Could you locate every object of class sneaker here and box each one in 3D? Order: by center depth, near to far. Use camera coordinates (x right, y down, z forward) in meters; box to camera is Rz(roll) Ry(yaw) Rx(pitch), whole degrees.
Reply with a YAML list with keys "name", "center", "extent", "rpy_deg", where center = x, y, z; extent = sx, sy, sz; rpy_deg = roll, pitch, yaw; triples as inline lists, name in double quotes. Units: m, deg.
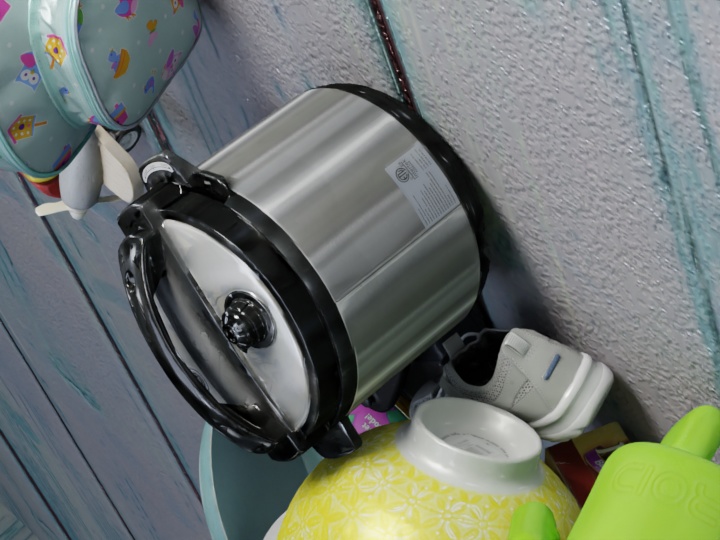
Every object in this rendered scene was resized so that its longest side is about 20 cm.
- name: "sneaker"
  center: [0.080, 0.065, 1.480]
  extent: [0.082, 0.075, 0.200]
  rpy_deg: [39, 154, -15]

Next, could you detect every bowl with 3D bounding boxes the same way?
- name: "bowl"
  center: [0.056, 0.141, 1.401]
  extent: [0.200, 0.199, 0.108]
  rpy_deg: [34, 118, 40]

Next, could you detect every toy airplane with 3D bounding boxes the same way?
- name: "toy airplane"
  center: [-0.256, -0.128, 1.787]
  extent: [0.200, 0.141, 0.200]
  rpy_deg: [54, 163, -18]

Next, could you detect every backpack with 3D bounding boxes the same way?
- name: "backpack"
  center: [-0.202, -0.158, 1.481]
  extent: [0.153, 0.200, 0.176]
  rpy_deg: [19, 149, 29]

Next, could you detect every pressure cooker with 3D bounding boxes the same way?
- name: "pressure cooker"
  center: [-0.044, 0.002, 1.389]
  extent: [0.175, 0.200, 0.179]
  rpy_deg: [31, 142, 28]

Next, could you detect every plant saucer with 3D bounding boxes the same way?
- name: "plant saucer"
  center: [-0.066, 0.174, 1.767]
  extent: [0.027, 0.201, 0.201]
  rpy_deg: [-17, 122, 26]

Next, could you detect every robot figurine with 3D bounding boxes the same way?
- name: "robot figurine"
  center: [0.164, 0.176, 1.292]
  extent: [0.175, 0.201, 0.116]
  rpy_deg: [29, 162, -1]

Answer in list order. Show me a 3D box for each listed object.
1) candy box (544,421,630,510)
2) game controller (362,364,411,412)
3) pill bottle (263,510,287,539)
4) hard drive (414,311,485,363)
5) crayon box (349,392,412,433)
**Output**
- name: "candy box"
  center: [0.164, 0.205, 1.514]
  extent: [0.201, 0.056, 0.117]
  rpy_deg: [83, 163, -51]
- name: "game controller"
  center: [-0.041, 0.010, 1.576]
  extent: [0.200, 0.042, 0.104]
  rpy_deg: [44, 163, 14]
- name: "pill bottle"
  center: [0.018, 0.259, 1.719]
  extent: [0.113, 0.113, 0.201]
  rpy_deg: [20, 147, 58]
- name: "hard drive"
  center: [0.000, 0.000, 1.598]
  extent: [0.135, 0.042, 0.200]
  rpy_deg: [56, 162, -23]
- name: "crayon box"
  center: [-0.021, 0.081, 1.727]
  extent: [0.200, 0.058, 0.173]
  rpy_deg: [43, 180, 17]
